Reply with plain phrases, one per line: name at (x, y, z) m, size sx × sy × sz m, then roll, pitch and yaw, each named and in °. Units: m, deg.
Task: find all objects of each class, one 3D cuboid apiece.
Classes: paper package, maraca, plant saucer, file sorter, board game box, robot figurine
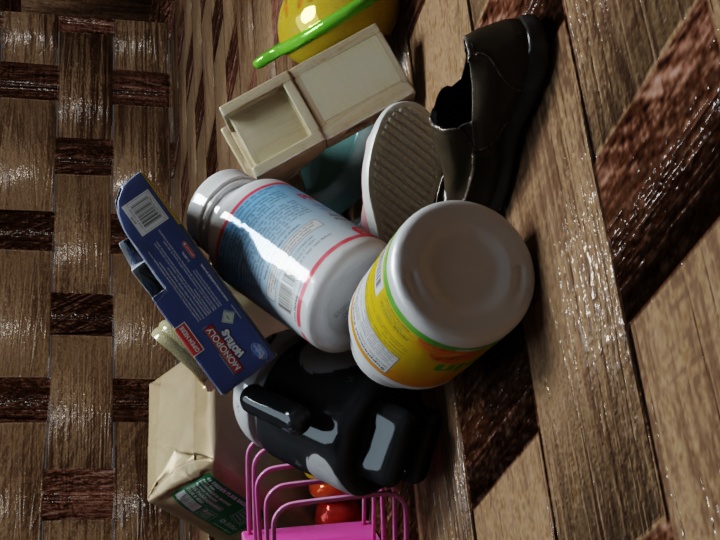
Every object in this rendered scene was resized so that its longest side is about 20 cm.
paper package at (-0.135, 0.209, 1.507) m, size 0.103 × 0.200 × 0.191 m, roll -34°, pitch 38°, yaw 21°
maraca at (-0.036, -0.261, 1.399) m, size 0.200 × 0.137 × 0.107 m, roll -18°, pitch 106°, yaw 51°
plant saucer at (-0.039, -0.161, 1.471) m, size 0.200 × 0.027 × 0.201 m, roll -12°, pitch 74°, yaw 50°
file sorter at (-0.036, 0.244, 1.309) m, size 0.200 × 0.139 × 0.126 m, roll -136°, pitch 45°, yaw -72°
board game box at (-0.158, 0.021, 1.232) m, size 0.200 × 0.062 × 0.200 m, roll 54°, pitch 172°, yaw 4°
robot figurine at (-0.024, 0.128, 1.222) m, size 0.200 × 0.125 × 0.150 m, roll 21°, pitch 150°, yaw 35°

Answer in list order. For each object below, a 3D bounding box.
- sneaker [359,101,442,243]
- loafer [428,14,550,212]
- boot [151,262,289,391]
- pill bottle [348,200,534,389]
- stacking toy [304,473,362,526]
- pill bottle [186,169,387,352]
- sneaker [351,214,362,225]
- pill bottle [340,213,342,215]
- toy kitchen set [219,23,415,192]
sneaker at (0.026, -0.056, 1.247) m, size 0.105 × 0.075 × 0.201 m, roll -164°, pitch 72°, yaw -71°
loafer at (0.084, -0.113, 1.023) m, size 0.073 × 0.071 × 0.200 m, roll -102°, pitch 19°, yaw -45°
boot at (-0.107, 0.067, 1.386) m, size 0.156 × 0.200 × 0.073 m, roll -52°, pitch 38°, yaw -7°
pill bottle at (0.053, 0.030, 1.048) m, size 0.200 × 0.111 × 0.111 m, roll 126°, pitch 144°, yaw -67°
stacking toy at (-0.037, 0.196, 1.443) m, size 0.085 × 0.085 × 0.200 m, roll -165°, pitch 64°, yaw -76°
pill bottle at (-0.066, -0.016, 1.201) m, size 0.200 × 0.109 × 0.109 m, roll 33°, pitch 126°, yaw 37°
sneaker at (0.000, 0.000, 1.404) m, size 0.082 × 0.073 × 0.200 m, roll -52°, pitch -6°, yaw -13°
pill bottle at (-0.080, -0.036, 1.613) m, size 0.112 × 0.112 × 0.200 m, roll -123°, pitch 37°, yaw -68°
toy kitchen set at (-0.024, -0.114, 1.367) m, size 0.163 × 0.180 × 0.200 m, roll 61°, pitch 177°, yaw 6°
